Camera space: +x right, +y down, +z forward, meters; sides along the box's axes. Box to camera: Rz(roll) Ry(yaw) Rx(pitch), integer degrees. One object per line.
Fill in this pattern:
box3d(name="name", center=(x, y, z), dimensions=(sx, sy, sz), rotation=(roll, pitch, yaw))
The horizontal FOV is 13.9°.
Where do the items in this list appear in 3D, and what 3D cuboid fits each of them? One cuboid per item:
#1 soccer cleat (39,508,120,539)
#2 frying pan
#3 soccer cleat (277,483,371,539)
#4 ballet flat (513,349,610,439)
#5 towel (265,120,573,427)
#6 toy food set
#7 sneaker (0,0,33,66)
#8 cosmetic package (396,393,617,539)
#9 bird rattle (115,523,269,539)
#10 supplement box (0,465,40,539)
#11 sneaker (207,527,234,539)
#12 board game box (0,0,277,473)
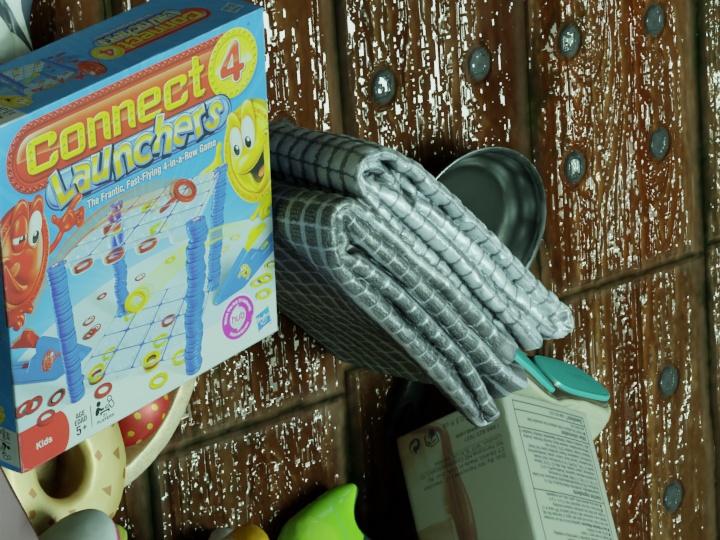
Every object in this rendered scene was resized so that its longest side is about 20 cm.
box3d(name="soccer cleat", center=(-0.205, 0.208, 1.578), dimensions=(0.086, 0.070, 0.200), rotation=(29, 98, -37))
box3d(name="frying pan", center=(0.063, 0.010, 1.850), dimensions=(0.115, 0.031, 0.191), rotation=(-10, 117, -37))
box3d(name="soccer cleat", center=(0.032, 0.217, 1.795), dimensions=(0.081, 0.067, 0.200), rotation=(-44, 98, -25))
box3d(name="ballet flat", center=(0.097, 0.078, 1.862), dimensions=(0.200, 0.069, 0.070), rotation=(30, 77, -54))
box3d(name="towel", center=(0.000, 0.000, 1.692), dimensions=(0.200, 0.165, 0.086), rotation=(43, 70, -35))
box3d(name="toy food set", center=(-0.160, 0.041, 1.633), dimensions=(0.200, 0.049, 0.198), rotation=(-42, 124, -30))
box3d(name="sneaker", center=(-0.229, -0.115, 1.517), dimensions=(0.129, 0.079, 0.200), rotation=(5, 96, -41))
box3d(name="cosmetic package", center=(0.101, 0.185, 1.787), dimensions=(0.103, 0.087, 0.201), rotation=(19, 51, -51))
box3d(name="bird rattle", center=(-0.096, 0.232, 1.670), dimensions=(0.163, 0.113, 0.201), rotation=(-30, 115, -19))
box3d(name="supplement box", center=(-0.285, 0.141, 1.474), dimensions=(0.197, 0.133, 0.201), rotation=(-43, 124, -30))
box3d(name="sneaker", center=(-0.050, 0.240, 1.763), dimensions=(0.080, 0.076, 0.200), rotation=(-39, 122, -20))
box3d(name="board game box", center=(-0.132, -0.025, 1.541), dimensions=(0.200, 0.056, 0.197), rotation=(-30, 129, -41))
